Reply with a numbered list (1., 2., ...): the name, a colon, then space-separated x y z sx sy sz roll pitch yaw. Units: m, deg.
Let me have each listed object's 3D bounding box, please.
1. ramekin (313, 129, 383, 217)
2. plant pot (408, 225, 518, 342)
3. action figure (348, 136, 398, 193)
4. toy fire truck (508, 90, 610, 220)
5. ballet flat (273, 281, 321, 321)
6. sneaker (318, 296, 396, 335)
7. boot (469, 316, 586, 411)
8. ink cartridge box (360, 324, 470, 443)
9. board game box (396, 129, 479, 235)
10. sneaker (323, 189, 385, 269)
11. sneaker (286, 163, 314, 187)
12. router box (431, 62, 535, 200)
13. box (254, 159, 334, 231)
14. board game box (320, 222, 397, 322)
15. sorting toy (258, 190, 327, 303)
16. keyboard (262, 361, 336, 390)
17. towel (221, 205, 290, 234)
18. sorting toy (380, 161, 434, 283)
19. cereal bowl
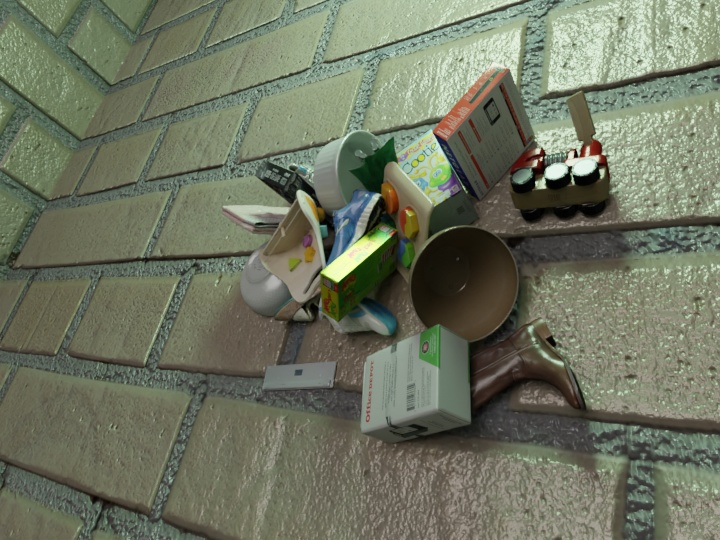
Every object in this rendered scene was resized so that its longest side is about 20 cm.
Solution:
1. ramekin: -0.019 -0.212 1.272 0.096 0.200 0.206 -1 60 42
2. plant pot: 0.174 0.014 1.012 0.200 0.201 0.135 -43 11 3
3. action figure: 0.047 -0.199 1.210 0.116 0.201 0.055 -32 55 0
4. toy fire truck: 0.381 -0.219 1.047 0.171 0.130 0.204 -3 49 34
5. ballet flat: -0.112 0.071 1.250 0.198 0.068 0.068 -39 74 11
6. sneaker: -0.007 0.098 1.156 0.197 0.075 0.083 24 101 37
7. boot: 0.248 0.192 0.907 0.196 0.065 0.189 -31 36 12
8. ink cartridge box: 0.093 0.204 0.959 0.198 0.083 0.150 -31 44 45
9. board game box: 0.160 -0.183 1.183 0.101 0.105 0.204 -30 48 15
10. sneaker: -0.026 -0.076 1.145 0.087 0.079 0.204 25 83 26
11. sneaker: -0.128 -0.237 1.439 0.196 0.087 0.076 19 72 40
12. router box: 0.253 -0.273 1.105 0.180 0.200 0.049 -47 47 0
13. box: -0.142 -0.177 1.325 0.156 0.199 0.051 31 85 48
14. board game box: 0.000 0.000 1.107 0.047 0.104 0.199 26 47 28
15. sorting toy: -0.126 -0.033 1.221 0.201 0.104 0.184 -49 47 34
16. keyboard: -0.136 0.231 1.202 0.195 0.011 0.058 -10 52 31
17. towel: -0.220 -0.128 1.363 0.189 0.195 0.033 29 113 49
18. sorting toy: 0.083 -0.093 1.141 0.035 0.205 0.186 -12 42 -22
19. cereal bowl: -0.224 0.005 1.358 0.195 0.083 0.206 -18 54 26
